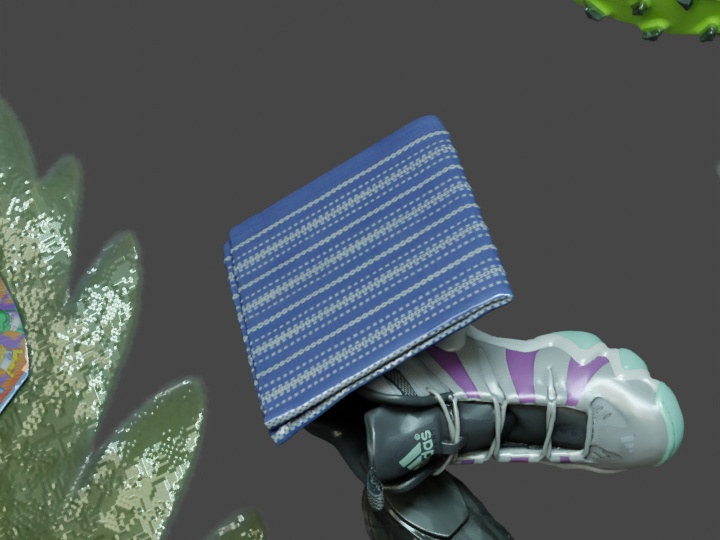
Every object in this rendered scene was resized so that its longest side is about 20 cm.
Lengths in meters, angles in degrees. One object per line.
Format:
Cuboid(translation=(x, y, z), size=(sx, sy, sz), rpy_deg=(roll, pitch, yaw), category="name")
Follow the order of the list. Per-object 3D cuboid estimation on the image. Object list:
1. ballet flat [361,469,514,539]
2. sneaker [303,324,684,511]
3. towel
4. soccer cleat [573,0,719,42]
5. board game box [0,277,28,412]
Cuboid(translation=(0.072, 0.180, 1.206), size=(0.066, 0.057, 0.200), rpy_deg=(-31, 74, -19), category="ballet flat")
Cuboid(translation=(0.052, 0.083, 1.173), size=(0.199, 0.140, 0.078), rpy_deg=(14, 123, 27), category="sneaker")
Cuboid(translation=(0.000, 0.000, 1.211), size=(0.144, 0.024, 0.200), rpy_deg=(-31, 31, 8), category="towel")
Cuboid(translation=(0.199, -0.166, 1.224), size=(0.199, 0.068, 0.081), rpy_deg=(5, 63, 19), category="soccer cleat")
Cuboid(translation=(-0.293, 0.063, 1.348), size=(0.158, 0.039, 0.200), rpy_deg=(38, 92, 21), category="board game box")
